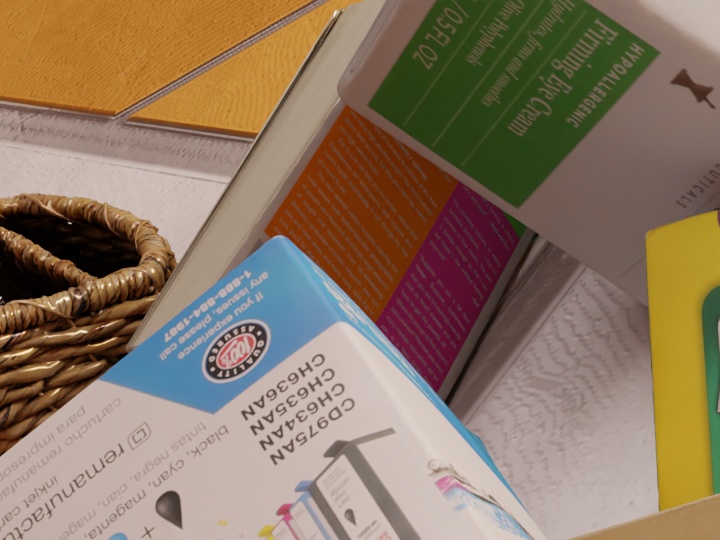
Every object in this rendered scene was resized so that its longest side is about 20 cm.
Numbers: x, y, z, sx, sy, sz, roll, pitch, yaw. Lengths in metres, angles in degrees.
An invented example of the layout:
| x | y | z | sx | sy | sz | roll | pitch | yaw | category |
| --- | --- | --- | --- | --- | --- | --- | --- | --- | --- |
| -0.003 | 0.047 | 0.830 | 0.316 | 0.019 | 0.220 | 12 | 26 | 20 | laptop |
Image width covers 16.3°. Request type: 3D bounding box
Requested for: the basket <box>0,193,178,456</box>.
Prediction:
| x | y | z | sx | sy | sz | roll | pitch | yaw | category |
| --- | --- | --- | --- | --- | --- | --- | --- | --- | --- |
| -0.166 | 0.014 | 1.217 | 0.143 | 0.149 | 0.200 | -46 | 30 | -11 | basket |

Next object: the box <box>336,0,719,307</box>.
| x | y | z | sx | sy | sz | roll | pitch | yaw | category |
| --- | --- | --- | --- | --- | --- | --- | --- | --- | --- |
| 0.125 | -0.124 | 0.933 | 0.200 | 0.171 | 0.199 | -58 | 2 | -22 | box |

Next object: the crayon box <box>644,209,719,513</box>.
| x | y | z | sx | sy | sz | roll | pitch | yaw | category |
| --- | --- | --- | --- | --- | --- | --- | --- | --- | --- |
| 0.191 | 0.052 | 0.790 | 0.200 | 0.058 | 0.173 | -16 | 66 | 36 | crayon box |

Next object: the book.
| x | y | z | sx | sy | sz | roll | pitch | yaw | category |
| --- | --- | --- | --- | --- | --- | --- | --- | --- | --- |
| 0.000 | 0.000 | 1.065 | 0.048 | 0.134 | 0.200 | -8 | 42 | 46 | book |

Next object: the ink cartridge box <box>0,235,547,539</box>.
| x | y | z | sx | sy | sz | roll | pitch | yaw | category |
| --- | --- | --- | --- | --- | --- | --- | --- | --- | --- |
| -0.005 | 0.126 | 0.737 | 0.147 | 0.145 | 0.200 | -38 | 47 | 3 | ink cartridge box |

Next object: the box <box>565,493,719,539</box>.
| x | y | z | sx | sy | sz | roll | pitch | yaw | category |
| --- | --- | --- | --- | --- | --- | --- | --- | --- | --- |
| 0.148 | 0.138 | 0.744 | 0.200 | 0.021 | 0.164 | -22 | 64 | 33 | box |
